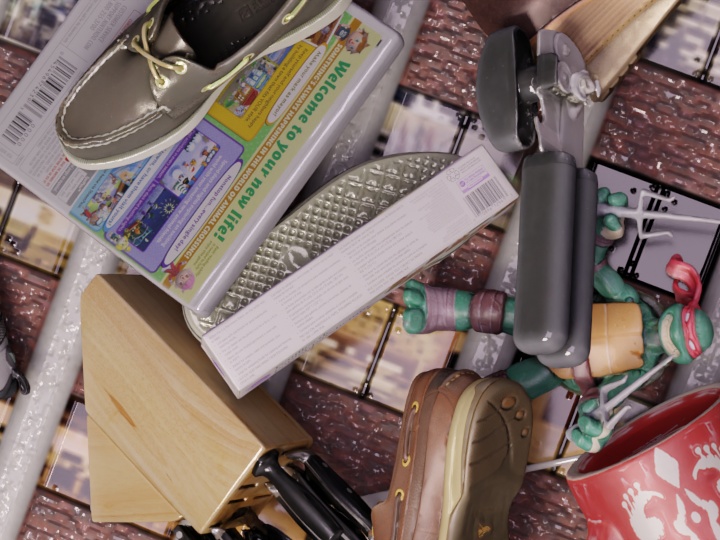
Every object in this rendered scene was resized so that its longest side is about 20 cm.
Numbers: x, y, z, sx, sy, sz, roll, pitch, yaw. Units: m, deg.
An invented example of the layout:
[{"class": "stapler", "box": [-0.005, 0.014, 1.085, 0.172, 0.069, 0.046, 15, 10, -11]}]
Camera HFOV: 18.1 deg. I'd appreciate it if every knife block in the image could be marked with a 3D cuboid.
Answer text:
[{"class": "knife block", "box": [-0.073, 0.097, 1.326, 0.175, 0.064, 0.201, -5, 87, 26]}]

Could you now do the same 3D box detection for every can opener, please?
[{"class": "can opener", "box": [0.103, -0.043, 1.271, 0.066, 0.053, 0.201, -14, 65, 32]}]

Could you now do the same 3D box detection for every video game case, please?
[{"class": "video game case", "box": [-0.102, -0.103, 1.326, 0.182, 0.022, 0.200, 35, 88, 19]}]

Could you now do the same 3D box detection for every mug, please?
[{"class": "mug", "box": [0.197, 0.181, 1.240, 0.133, 0.177, 0.200, -26, 95, 42]}]

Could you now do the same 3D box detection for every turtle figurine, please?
[{"class": "turtle figurine", "box": [0.128, 0.040, 1.305, 0.199, 0.101, 0.150, -10, 65, 19]}]

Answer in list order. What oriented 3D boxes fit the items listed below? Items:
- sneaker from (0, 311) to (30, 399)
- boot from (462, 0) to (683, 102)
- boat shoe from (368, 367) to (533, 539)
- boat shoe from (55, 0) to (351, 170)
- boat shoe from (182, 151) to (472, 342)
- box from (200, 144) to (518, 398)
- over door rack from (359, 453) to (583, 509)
[{"class": "sneaker", "box": [-0.298, 0.088, 1.376, 0.199, 0.078, 0.140, -26, 84, 7]}, {"class": "boot", "box": [0.133, -0.218, 1.325, 0.166, 0.072, 0.200, 40, 98, 5]}, {"class": "boat shoe", "box": [0.042, 0.152, 1.271, 0.067, 0.072, 0.201, 16, 97, 39]}, {"class": "boat shoe", "box": [-0.096, -0.132, 1.286, 0.201, 0.060, 0.072, -34, 72, 5]}, {"class": "boat shoe", "box": [-0.014, -0.011, 1.349, 0.200, 0.062, 0.075, -28, 82, -7]}, {"class": "box", "box": [0.000, 0.000, 1.297, 0.200, 0.039, 0.041, -36, 84, -9]}, {"class": "over door rack", "box": [0.086, 0.185, 1.325, 0.199, 0.067, 0.148, -13, 87, 8]}]
